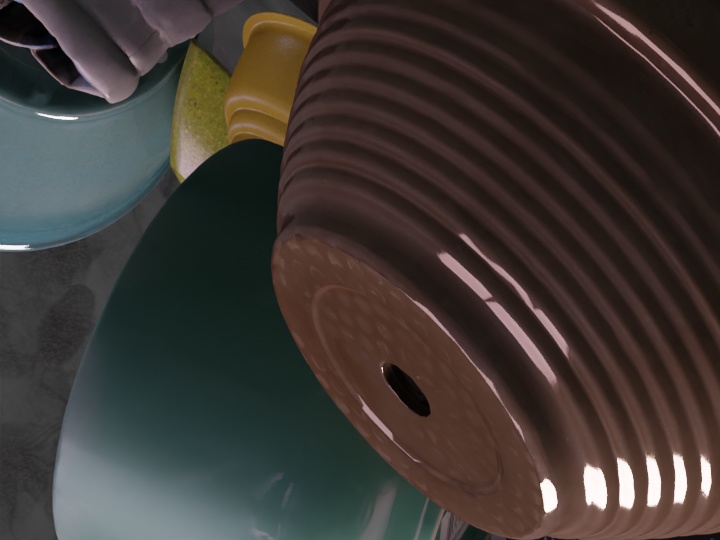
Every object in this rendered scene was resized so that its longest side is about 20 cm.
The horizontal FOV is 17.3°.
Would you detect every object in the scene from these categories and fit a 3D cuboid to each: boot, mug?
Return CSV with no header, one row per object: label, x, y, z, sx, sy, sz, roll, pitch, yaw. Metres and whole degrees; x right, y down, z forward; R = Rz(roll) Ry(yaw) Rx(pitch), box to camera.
boot,-0.107,-0.127,0.858,0.074,0.096,0.200,49,174,-34
mug,-0.005,0.034,0.761,0.114,0.185,0.152,23,-173,17

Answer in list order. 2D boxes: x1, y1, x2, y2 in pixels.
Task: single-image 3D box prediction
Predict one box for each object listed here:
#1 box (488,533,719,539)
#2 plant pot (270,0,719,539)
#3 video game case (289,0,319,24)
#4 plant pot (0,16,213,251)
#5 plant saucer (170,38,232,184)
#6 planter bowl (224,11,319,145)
box,0.088,0.163,0.809,0.158,0.200,0.048,-4,168,32
plant pot,0.044,0.003,0.609,0.201,0.093,0.201,40,157,21
video game case,-0.024,-0.130,0.825,0.182,0.022,0.200,43,174,38
plant pot,-0.157,-0.121,1.155,0.200,0.200,0.188,46,162,-6
plant saucer,-0.022,-0.006,1.142,0.200,0.048,0.200,46,175,6
planter bowl,0.000,0.000,0.918,0.200,0.083,0.200,42,167,12
